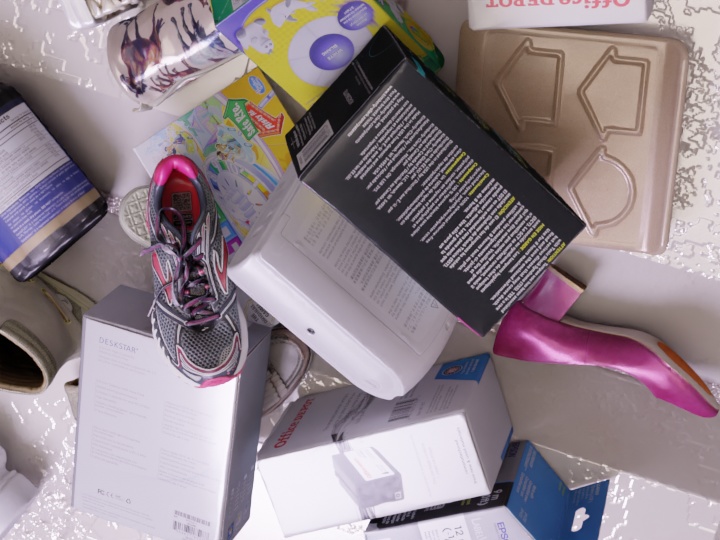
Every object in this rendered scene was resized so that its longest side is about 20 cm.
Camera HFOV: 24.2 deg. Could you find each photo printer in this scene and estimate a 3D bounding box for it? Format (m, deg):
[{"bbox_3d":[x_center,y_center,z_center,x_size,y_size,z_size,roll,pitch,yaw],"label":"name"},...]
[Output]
[{"bbox_3d":[0.000,0.000,1.444,0.200,0.167,0.069,40,146,-18],"label":"photo printer"}]

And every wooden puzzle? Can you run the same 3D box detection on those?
[{"bbox_3d":[0.177,-0.117,1.440,0.198,0.046,0.187,9,109,16],"label":"wooden puzzle"}]

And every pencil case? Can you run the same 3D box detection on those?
[{"bbox_3d":[-0.127,-0.213,1.462,0.199,0.078,0.090,-25,75,19],"label":"pencil case"}]

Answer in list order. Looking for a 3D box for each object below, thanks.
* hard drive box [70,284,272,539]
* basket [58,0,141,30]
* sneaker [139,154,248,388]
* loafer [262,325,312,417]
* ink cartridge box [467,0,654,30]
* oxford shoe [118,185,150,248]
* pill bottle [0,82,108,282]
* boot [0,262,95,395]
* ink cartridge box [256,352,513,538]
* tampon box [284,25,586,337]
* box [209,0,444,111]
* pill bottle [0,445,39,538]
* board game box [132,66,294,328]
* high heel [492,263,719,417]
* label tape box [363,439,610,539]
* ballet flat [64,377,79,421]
[{"bbox_3d":[-0.171,0.134,1.505,0.154,0.077,0.202,16,116,15],"label":"hard drive box"},{"bbox_3d":[-0.211,-0.324,1.419,0.122,0.136,0.202,-19,102,17],"label":"basket"},{"bbox_3d":[-0.146,0.001,1.409,0.080,0.075,0.202,-13,74,-7],"label":"sneaker"},{"bbox_3d":[-0.130,0.125,1.579,0.199,0.063,0.072,-34,96,21],"label":"loafer"},{"bbox_3d":[0.159,-0.302,1.328,0.146,0.145,0.202,0,108,13],"label":"ink cartridge box"},{"bbox_3d":[-0.132,-0.017,1.542,0.199,0.058,0.076,28,82,-11],"label":"oxford shoe"},{"bbox_3d":[-0.332,-0.099,1.532,0.112,0.112,0.201,-37,95,21],"label":"pill bottle"},{"bbox_3d":[-0.349,0.038,1.555,0.199,0.155,0.073,28,112,3],"label":"boot"},{"bbox_3d":[0.024,0.156,1.507,0.198,0.145,0.084,-15,104,18],"label":"ink cartridge box"},{"bbox_3d":[0.056,-0.073,1.346,0.200,0.150,0.126,41,99,-16],"label":"tampon box"},{"bbox_3d":[-0.021,-0.192,1.410,0.117,0.049,0.200,-33,135,20],"label":"box"},{"bbox_3d":[-0.421,0.189,1.644,0.200,0.113,0.114,41,112,-1],"label":"pill bottle"},{"bbox_3d":[-0.094,-0.060,1.498,0.134,0.034,0.201,-34,98,-5],"label":"board game box"},{"bbox_3d":[0.215,0.088,1.475,0.199,0.067,0.096,36,102,6],"label":"high heel"},{"bbox_3d":[0.116,0.211,1.502,0.198,0.143,0.067,-15,104,18],"label":"label tape box"},{"bbox_3d":[-0.203,0.087,1.586,0.199,0.067,0.063,-30,88,20],"label":"ballet flat"}]
